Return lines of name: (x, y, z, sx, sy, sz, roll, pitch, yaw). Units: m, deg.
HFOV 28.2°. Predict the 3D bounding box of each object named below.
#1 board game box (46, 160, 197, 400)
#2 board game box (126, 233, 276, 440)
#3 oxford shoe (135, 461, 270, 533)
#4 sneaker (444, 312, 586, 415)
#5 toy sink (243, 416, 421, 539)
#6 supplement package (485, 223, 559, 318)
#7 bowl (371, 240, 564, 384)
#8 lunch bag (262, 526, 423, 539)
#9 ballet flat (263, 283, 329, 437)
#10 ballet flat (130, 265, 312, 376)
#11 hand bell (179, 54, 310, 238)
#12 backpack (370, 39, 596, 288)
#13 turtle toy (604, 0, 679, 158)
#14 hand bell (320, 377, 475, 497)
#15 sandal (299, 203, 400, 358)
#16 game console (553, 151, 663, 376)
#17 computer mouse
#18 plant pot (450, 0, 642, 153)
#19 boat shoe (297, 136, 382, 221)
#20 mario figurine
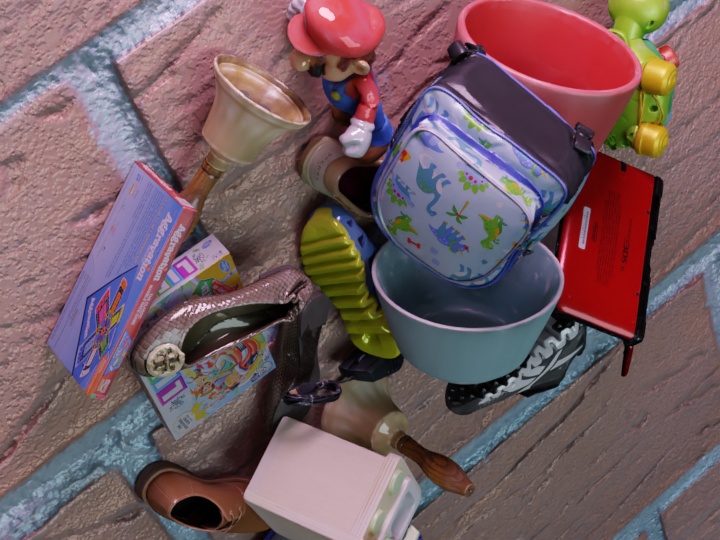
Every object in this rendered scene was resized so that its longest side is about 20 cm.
board game box: (-0.225, 0.009, 1.339, 0.019, 0.103, 0.201, 17, 106, -42)
board game box: (-0.169, 0.071, 1.451, 0.134, 0.034, 0.201, -36, 143, -14)
oxford shoe: (-0.157, 0.268, 1.587, 0.199, 0.071, 0.072, 20, 102, -46)
sneaker: (0.182, 0.112, 1.597, 0.199, 0.066, 0.091, -36, 132, -18)
toy sink: (-0.005, 0.256, 1.569, 0.113, 0.199, 0.131, -62, 156, -18)
supplement package: (0.177, 0.032, 1.668, 0.199, 0.109, 0.114, -32, 133, -19)
bowl: (0.108, 0.044, 1.500, 0.199, 0.201, 0.106, -19, 129, -28)
lunch bag: (-0.026, 0.353, 1.670, 0.127, 0.170, 0.201, 23, 101, -54)
ballet flat: (-0.076, 0.097, 1.562, 0.067, 0.046, 0.201, -25, 138, -42)
ballet flat: (-0.129, 0.054, 1.391, 0.199, 0.046, 0.068, -24, 140, -28)
hand bell: (-0.144, -0.092, 1.356, 0.104, 0.104, 0.201, 16, 119, -43)
backpack: (0.101, -0.078, 1.382, 0.147, 0.183, 0.200, -48, 173, -41)
turtle toy: (0.294, -0.225, 1.589, 0.101, 0.145, 0.201, -37, 139, -44)
hand bell: (0.056, 0.199, 1.611, 0.104, 0.199, 0.105, -23, 127, -33)
sandal: (0.000, 0.000, 1.544, 0.087, 0.079, 0.201, -60, 139, -34)
game console: (0.269, -0.008, 1.603, 0.171, 0.119, 0.202, 20, 65, -19)
computer mouse: (-0.017, 0.109, 1.575, 0.199, 0.058, 0.034, -21, 116, -54)
plant pot: (0.170, -0.162, 1.496, 0.199, 0.201, 0.178, -9, 133, -34)
boat shoe: (0.022, -0.079, 1.503, 0.199, 0.066, 0.074, 15, 108, -43)
mario figurine: (-0.029, -0.184, 1.359, 0.106, 0.123, 0.200, -54, 153, -20)
